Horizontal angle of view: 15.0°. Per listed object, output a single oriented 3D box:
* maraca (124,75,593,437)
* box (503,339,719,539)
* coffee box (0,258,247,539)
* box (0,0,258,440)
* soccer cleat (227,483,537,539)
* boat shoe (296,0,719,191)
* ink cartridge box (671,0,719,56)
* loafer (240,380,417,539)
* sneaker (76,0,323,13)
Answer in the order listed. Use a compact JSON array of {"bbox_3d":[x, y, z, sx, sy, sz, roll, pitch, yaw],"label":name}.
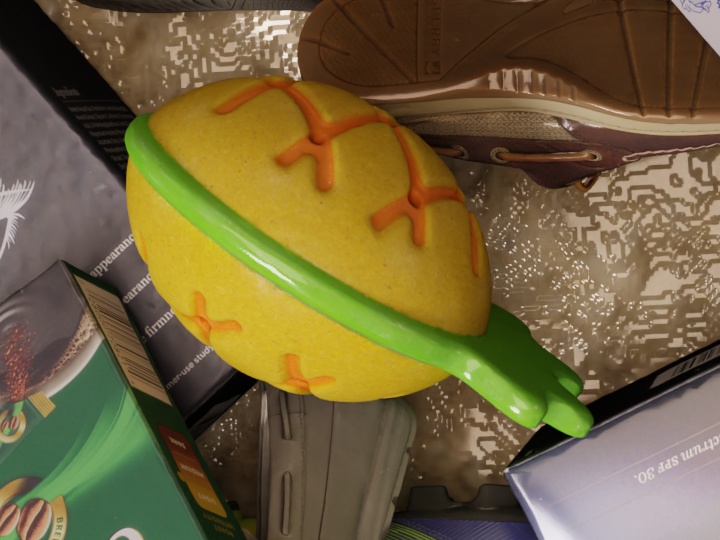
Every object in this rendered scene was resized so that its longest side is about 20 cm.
[{"bbox_3d":[0.000,0.000,1.003,0.199,0.137,0.107,32,105,-8],"label":"maraca"},{"bbox_3d":[0.191,0.113,1.045,0.199,0.123,0.199,-28,89,11],"label":"box"},{"bbox_3d":[-0.106,0.108,0.994,0.123,0.044,0.201,-35,61,11],"label":"coffee box"},{"bbox_3d":[-0.141,0.000,1.110,0.148,0.104,0.200,-41,85,11],"label":"box"},{"bbox_3d":[-0.018,0.136,1.111,0.199,0.065,0.084,-7,76,9],"label":"soccer cleat"},{"bbox_3d":[0.078,-0.069,1.052,0.199,0.072,0.073,-1,60,8],"label":"boat shoe"},{"bbox_3d":[0.132,-0.157,1.029,0.094,0.044,0.200,-27,67,-28],"label":"ink cartridge box"},{"bbox_3d":[-0.033,0.125,1.032,0.069,0.201,0.070,17,141,-1],"label":"loafer"},{"bbox_3d":[-0.019,-0.160,1.093,0.199,0.075,0.107,1,87,7],"label":"sneaker"}]
